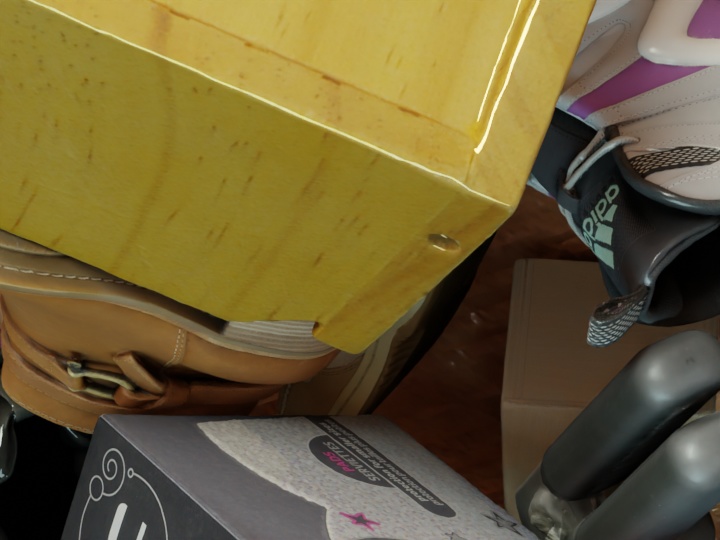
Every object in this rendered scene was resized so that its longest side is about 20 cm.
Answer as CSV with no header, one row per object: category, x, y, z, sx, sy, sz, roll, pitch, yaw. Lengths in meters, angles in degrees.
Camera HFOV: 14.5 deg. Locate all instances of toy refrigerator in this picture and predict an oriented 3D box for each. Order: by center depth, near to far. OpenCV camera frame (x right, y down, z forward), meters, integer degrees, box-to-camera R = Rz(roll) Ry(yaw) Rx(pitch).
toy refrigerator,0.094,0.078,1.064,0.075,0.070,0.200,3,145,7

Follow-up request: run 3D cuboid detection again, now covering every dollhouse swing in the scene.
dollhouse swing,-0.042,-0.113,0.785,0.199,0.177,0.182,22,155,-12

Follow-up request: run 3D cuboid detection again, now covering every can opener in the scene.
can opener,0.097,0.066,0.925,0.067,0.054,0.200,-19,165,-18

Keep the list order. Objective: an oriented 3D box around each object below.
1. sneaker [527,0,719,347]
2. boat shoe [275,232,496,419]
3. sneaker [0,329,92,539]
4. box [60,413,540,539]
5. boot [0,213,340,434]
sneaker,0.067,-0.035,0.854,0.199,0.141,0.078,6,143,7
boat shoe,0.000,0.000,0.994,0.066,0.074,0.200,37,147,6
sneaker,-0.135,0.053,1.025,0.201,0.069,0.100,55,153,13
box,0.004,0.137,0.905,0.132,0.200,0.115,2,116,-41
boot,-0.100,-0.002,0.915,0.199,0.077,0.155,8,157,-17
